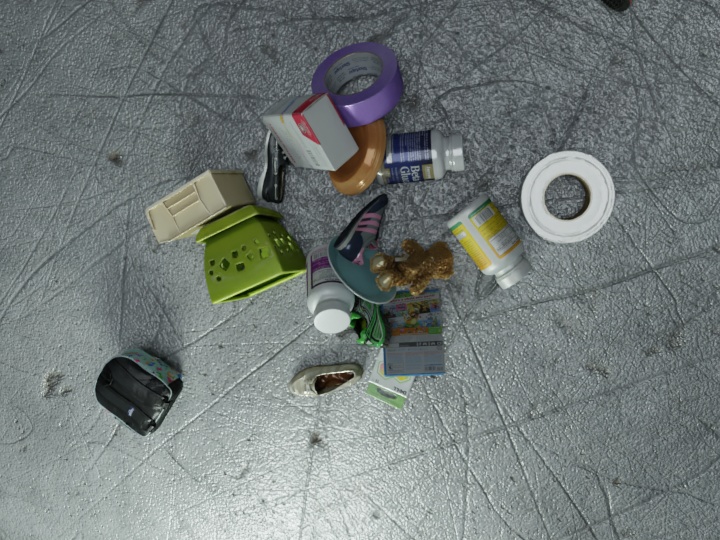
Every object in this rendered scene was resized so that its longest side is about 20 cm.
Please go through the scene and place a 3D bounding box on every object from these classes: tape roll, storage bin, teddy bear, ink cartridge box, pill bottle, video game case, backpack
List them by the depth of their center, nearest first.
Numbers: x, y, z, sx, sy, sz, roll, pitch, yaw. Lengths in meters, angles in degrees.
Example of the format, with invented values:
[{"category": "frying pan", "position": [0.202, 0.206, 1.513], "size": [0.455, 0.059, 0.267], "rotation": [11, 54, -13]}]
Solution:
[{"category": "tape roll", "position": [0.455, -0.162, 1.324], "size": [0.200, 0.071, 0.205], "rotation": [1, 98, 10]}, {"category": "tape roll", "position": [-0.007, -0.416, 1.328], "size": [0.198, 0.066, 0.202], "rotation": [-10, 55, 14]}, {"category": "ink cartridge box", "position": [-0.114, -0.309, 1.328], "size": [0.086, 0.199, 0.148], "rotation": [-43, 121, -16]}, {"category": "pill bottle", "position": [0.296, -0.062, 1.348], "size": [0.112, 0.113, 0.201], "rotation": [-38, 89, 13]}, {"category": "pill bottle", "position": [0.135, -0.259, 1.354], "size": [0.198, 0.111, 0.112], "rotation": [-4, 97, 12]}, {"category": "pill bottle", "position": [-0.070, 0.043, 1.382], "size": [0.111, 0.201, 0.113], "rotation": [-3, 135, -3]}, {"category": "teddy bear", "position": [0.118, -0.005, 1.389], "size": [0.199, 0.067, 0.145], "rotation": [-26, 54, -24]}, {"category": "video game case", "position": [0.122, 0.146, 1.404], "size": [0.141, 0.018, 0.202], "rotation": [-2, 73, 0]}, {"category": "storage bin", "position": [-0.378, -0.153, 1.426], "size": [0.197, 0.200, 0.094], "rotation": [-27, 94, 13]}, {"category": "ink cartridge box", "position": [0.086, 0.241, 1.457], "size": [0.103, 0.059, 0.202], "rotation": [22, 101, 8]}, {"category": "backpack", "position": [-0.578, 0.305, 1.551], "size": [0.199, 0.151, 0.179], "rotation": [32, 100, -2]}]

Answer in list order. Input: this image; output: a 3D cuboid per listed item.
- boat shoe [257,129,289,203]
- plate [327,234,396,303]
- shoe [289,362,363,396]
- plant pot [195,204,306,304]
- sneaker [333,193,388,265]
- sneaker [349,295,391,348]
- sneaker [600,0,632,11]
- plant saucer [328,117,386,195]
[{"category": "boat shoe", "position": [-0.200, -0.263, 1.444], "size": [0.060, 0.076, 0.202], "rotation": [15, 112, 9]}, {"category": "plate", "position": [0.000, 0.000, 1.379], "size": [0.200, 0.200, 0.026], "rotation": [46, 122, 2]}, {"category": "shoe", "position": [-0.093, 0.275, 1.500], "size": [0.198, 0.053, 0.071], "rotation": [-16, 94, 13]}, {"category": "plant pot", "position": [-0.262, -0.044, 1.423], "size": [0.197, 0.200, 0.183], "rotation": [-24, 85, 13]}, {"category": "sneaker", "position": [0.018, -0.095, 1.386], "size": [0.082, 0.070, 0.200], "rotation": [46, 60, -13]}, {"category": "sneaker", "position": [0.005, 0.091, 1.401], "size": [0.084, 0.201, 0.078], "rotation": [8, 130, -31]}, {"category": "sneaker", "position": [0.517, -0.646, 1.258], "size": [0.093, 0.070, 0.200], "rotation": [-44, 86, -4]}, {"category": "plant saucer", "position": [-0.018, -0.273, 1.357], "size": [0.199, 0.037, 0.203], "rotation": [-18, 67, 49]}]
